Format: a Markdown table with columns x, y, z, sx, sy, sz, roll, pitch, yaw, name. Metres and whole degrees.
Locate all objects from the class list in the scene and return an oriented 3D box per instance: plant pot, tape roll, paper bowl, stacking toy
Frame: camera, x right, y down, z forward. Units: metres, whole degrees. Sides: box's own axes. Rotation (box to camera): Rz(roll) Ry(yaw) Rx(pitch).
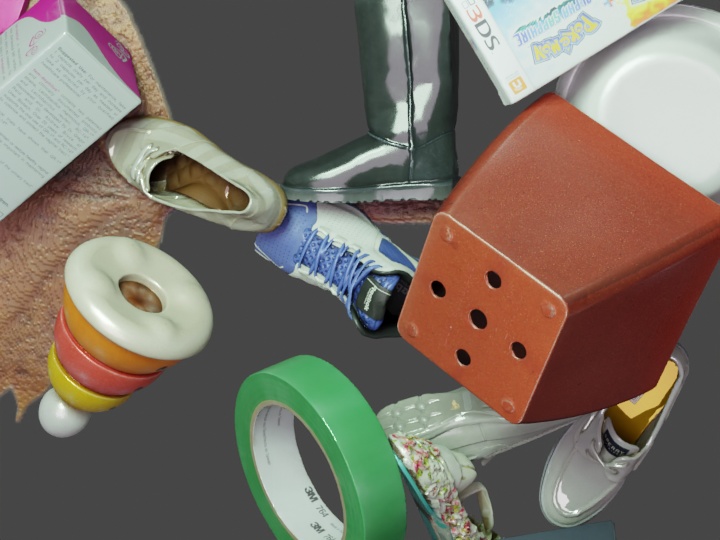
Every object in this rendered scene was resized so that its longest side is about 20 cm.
| x | y | z | sx | sy | sz | roll | pitch | yaw | name |
| --- | --- | --- | --- | --- | --- | --- | --- | --- | --- |
| 0.146 | 0.007 | 1.354 | 0.200 | 0.176 | 0.200 | 38 | 133 | 24 | plant pot |
| -0.038 | 0.175 | 1.470 | 0.048 | 0.200 | 0.200 | -21 | 95 | -30 | tape roll |
| 0.261 | -0.126 | 1.415 | 0.201 | 0.104 | 0.201 | 1 | 99 | 9 | paper bowl |
| -0.239 | 0.080 | 1.539 | 0.146 | 0.146 | 0.200 | 38 | 121 | 3 | stacking toy |

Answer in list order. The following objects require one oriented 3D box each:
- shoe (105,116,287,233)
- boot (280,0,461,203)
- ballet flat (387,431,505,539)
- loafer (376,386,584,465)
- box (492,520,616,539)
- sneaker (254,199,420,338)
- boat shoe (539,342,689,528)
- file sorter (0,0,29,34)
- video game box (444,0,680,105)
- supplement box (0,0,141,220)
| x | y | z | sx | sy | sz | roll | pitch | yaw | name |
| --- | --- | --- | --- | --- | --- | --- | --- | --- | --- |
| -0.156 | -0.089 | 1.493 | 0.200 | 0.053 | 0.070 | 24 | 103 | 27 | shoe |
| 0.007 | -0.163 | 1.473 | 0.165 | 0.066 | 0.200 | -2 | 100 | 2 | boot |
| 0.078 | 0.198 | 1.478 | 0.064 | 0.076 | 0.200 | -32 | 134 | -7 | ballet flat |
| 0.111 | 0.138 | 1.502 | 0.200 | 0.070 | 0.070 | -13 | 131 | 13 | loafer |
| 0.145 | 0.333 | 1.461 | 0.200 | 0.104 | 0.182 | -12 | 122 | 12 | box |
| 0.001 | 0.000 | 1.471 | 0.199 | 0.115 | 0.081 | 28 | 100 | 5 | sneaker |
| 0.224 | 0.149 | 1.475 | 0.071 | 0.070 | 0.200 | 37 | 102 | 3 | boat shoe |
| -0.400 | -0.304 | 1.496 | 0.200 | 0.125 | 0.139 | 23 | 101 | 6 | file sorter |
| 0.158 | -0.262 | 1.357 | 0.200 | 0.047 | 0.182 | -32 | 97 | 2 | video game box |
| -0.306 | -0.143 | 1.496 | 0.200 | 0.101 | 0.103 | -39 | 124 | 14 | supplement box |
